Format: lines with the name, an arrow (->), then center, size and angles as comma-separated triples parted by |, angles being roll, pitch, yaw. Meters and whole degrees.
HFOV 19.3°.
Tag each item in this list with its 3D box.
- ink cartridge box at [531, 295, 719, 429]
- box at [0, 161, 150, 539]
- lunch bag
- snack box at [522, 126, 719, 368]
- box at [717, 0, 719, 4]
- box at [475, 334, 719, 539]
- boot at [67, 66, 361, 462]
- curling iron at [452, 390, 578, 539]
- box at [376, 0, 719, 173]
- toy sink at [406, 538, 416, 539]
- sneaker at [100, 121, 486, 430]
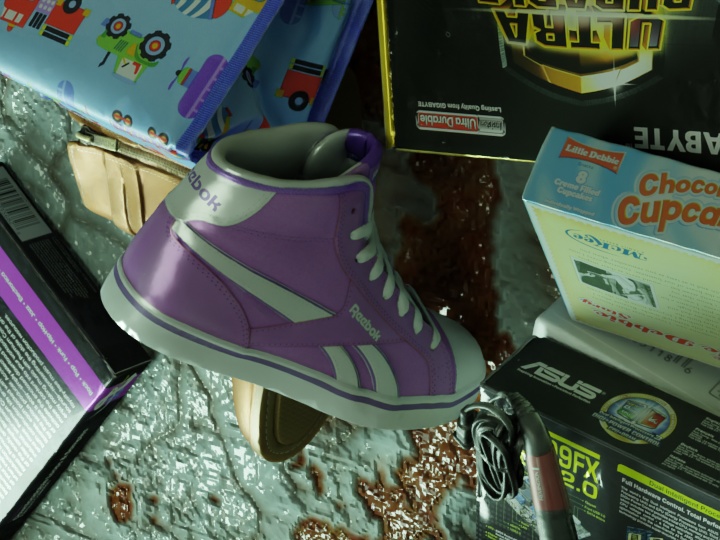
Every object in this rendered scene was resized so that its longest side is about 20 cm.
ink cartridge box -> 0.140, 0.118, 0.938 | 0.162, 0.050, 0.200 | 32, 140, 25
box -> -0.211, 0.057, 1.182 | 0.143, 0.036, 0.200 | 52, 127, 13
lunch bag -> -0.067, -0.153, 0.941 | 0.150, 0.094, 0.200 | 26, 90, 30
snack box -> 0.167, 0.011, 0.808 | 0.200, 0.116, 0.037 | 18, 71, 22
box -> 0.221, -0.128, 0.678 | 0.200, 0.106, 0.122 | -39, 78, 2
box -> 0.139, 0.135, 0.878 | 0.200, 0.044, 0.160 | 24, 133, 31
boot -> -0.080, -0.017, 1.025 | 0.155, 0.077, 0.200 | 10, 108, 33
curling iron -> 0.083, 0.131, 0.878 | 0.050, 0.026, 0.200 | 29, 145, 58
box -> 0.096, -0.120, 0.824 | 0.200, 0.049, 0.160 | 8, 108, 37
toy sink -> 0.044, 0.243, 0.972 | 0.200, 0.112, 0.131 | 38, 124, 28
sneaker -> 0.000, 0.000, 0.912 | 0.114, 0.200, 0.073 | -54, 45, 20
